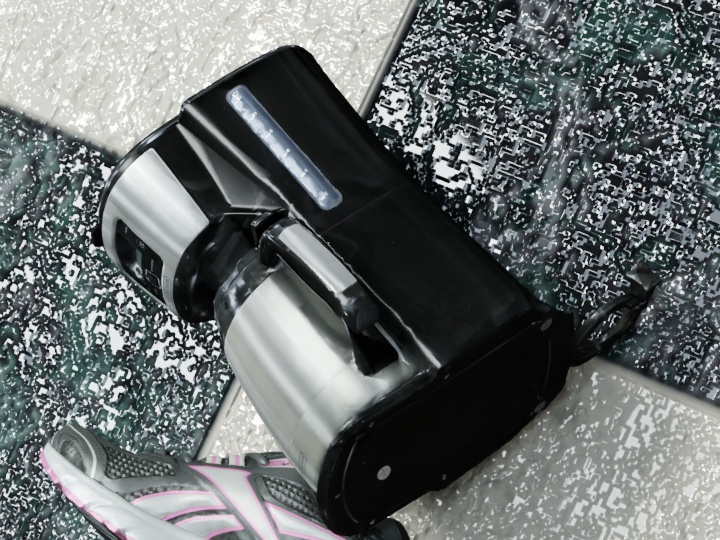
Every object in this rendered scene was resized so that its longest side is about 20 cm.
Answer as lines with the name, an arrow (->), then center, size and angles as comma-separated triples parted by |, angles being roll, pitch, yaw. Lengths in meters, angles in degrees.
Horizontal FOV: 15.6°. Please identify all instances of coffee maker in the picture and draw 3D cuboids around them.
coffee maker -> 0.000, 0.000, 1.264 | 0.200, 0.191, 0.135 | 50, 136, 26

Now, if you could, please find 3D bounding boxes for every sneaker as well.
sneaker -> -0.059, 0.122, 1.282 | 0.199, 0.080, 0.087 | 29, 74, 16
